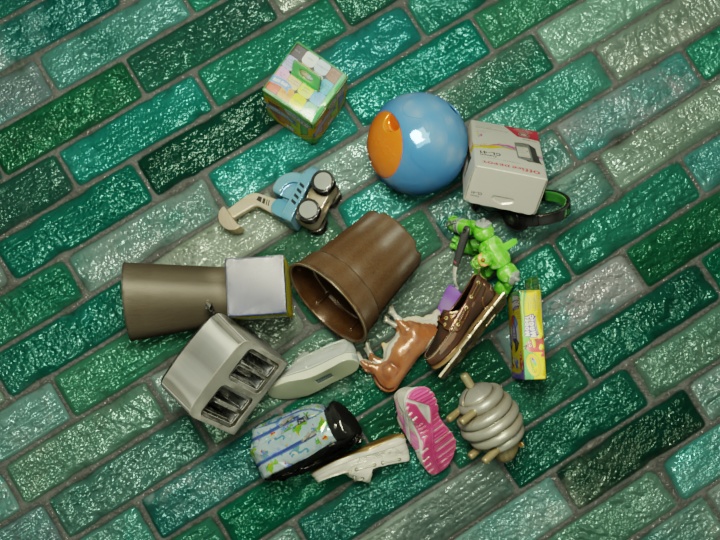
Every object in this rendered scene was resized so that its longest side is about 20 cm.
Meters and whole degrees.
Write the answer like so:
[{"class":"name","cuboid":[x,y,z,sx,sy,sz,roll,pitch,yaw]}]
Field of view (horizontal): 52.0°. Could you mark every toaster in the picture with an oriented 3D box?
[{"class":"toaster","cuboid":[-0.257,0.191,1.398,0.119,0.200,0.181,33,83,39]}]

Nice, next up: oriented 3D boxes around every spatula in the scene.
[{"class":"spatula","cuboid":[0.191,0.003,1.469,0.020,0.057,0.201,-6,119,-27]}]

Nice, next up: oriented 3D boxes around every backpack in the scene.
[{"class":"backpack","cuboid":[-0.113,0.329,1.426,0.200,0.163,0.154,-41,78,1]}]

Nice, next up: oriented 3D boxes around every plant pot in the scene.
[{"class":"plant pot","cuboid":[0.000,0.000,1.430,0.200,0.200,0.198,44,68,3]}]

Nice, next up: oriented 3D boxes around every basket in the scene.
[{"class":"basket","cuboid":[-0.352,0.054,1.443,0.199,0.181,0.136,-4,51,-10]}]

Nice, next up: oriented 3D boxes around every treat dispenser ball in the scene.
[{"class":"treat dispenser ball","cuboid":[0.113,-0.249,1.459,0.200,0.201,0.202,0,84,-2]}]

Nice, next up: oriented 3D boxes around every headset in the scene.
[{"class":"headset","cuboid":[0.321,-0.140,1.494,0.199,0.124,0.094,0,120,22]}]

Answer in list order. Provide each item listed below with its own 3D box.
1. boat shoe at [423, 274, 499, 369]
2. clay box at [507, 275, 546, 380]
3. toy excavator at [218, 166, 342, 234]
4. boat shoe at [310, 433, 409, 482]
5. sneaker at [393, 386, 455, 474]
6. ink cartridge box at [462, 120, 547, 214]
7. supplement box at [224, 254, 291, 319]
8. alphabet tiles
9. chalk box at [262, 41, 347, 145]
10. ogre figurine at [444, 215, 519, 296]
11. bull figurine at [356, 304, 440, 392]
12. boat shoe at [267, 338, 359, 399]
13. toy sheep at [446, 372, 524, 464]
[{"class":"boat shoe","cuboid":[0.184,0.097,1.434,0.070,0.070,0.200,43,78,-19]},{"class":"clay box","cuboid":[0.329,0.115,1.473,0.047,0.115,0.201,-3,84,-1]},{"class":"toy excavator","cuboid":[-0.164,-0.137,1.502,0.200,0.100,0.195,25,82,14]},{"class":"boat shoe","cuboid":[0.003,0.386,1.456,0.199,0.071,0.070,-19,85,-5]},{"class":"sneaker","cuboid":[0.124,0.309,1.468,0.081,0.088,0.201,-23,107,-20]},{"class":"ink cartridge box","cuboid":[0.281,-0.209,1.463,0.147,0.200,0.086,10,126,-2]},{"class":"supplement box","cuboid":[-0.191,0.036,1.420,0.108,0.200,0.110,-4,84,-3]},{"class":"alphabet tiles","cuboid":[0.220,0.131,1.436,0.008,0.167,0.200,38,90,15]},{"class":"chalk box","cuboid":[-0.109,-0.353,1.462,0.124,0.200,0.124,35,84,2]},{"class":"ogre figurine","cuboid":[0.251,-0.030,1.479,0.098,0.120,0.201,-8,80,-22]},{"class":"bull figurine","cuboid":[0.083,0.145,1.488,0.121,0.065,0.200,36,82,6]},{"class":"boat shoe","cuboid":[-0.096,0.195,1.476,0.200,0.070,0.072,-24,47,13]},{"class":"toy sheep","cuboid":[0.248,0.289,1.445,0.138,0.138,0.200,-30,102,-4]}]
